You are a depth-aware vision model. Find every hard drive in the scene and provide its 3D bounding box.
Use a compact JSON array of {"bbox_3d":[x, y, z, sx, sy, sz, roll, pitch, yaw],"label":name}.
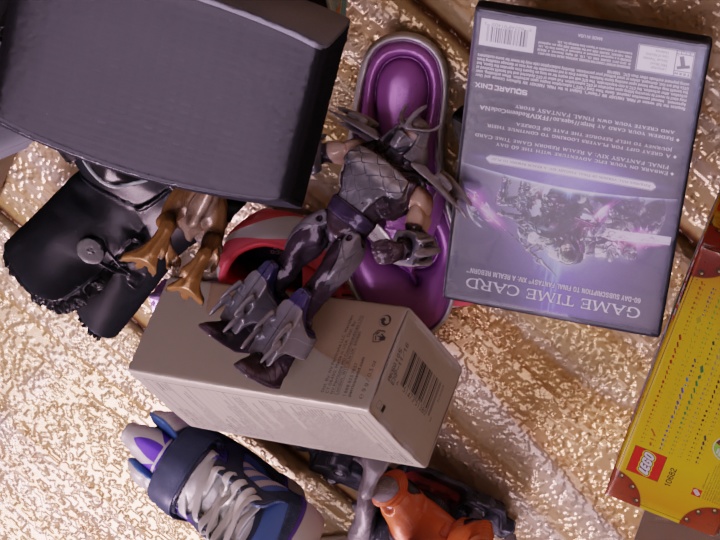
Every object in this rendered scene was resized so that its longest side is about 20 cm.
[{"bbox_3d":[-0.118,-0.115,1.154,0.200,0.042,0.135,16,108,2],"label":"hard drive"}]

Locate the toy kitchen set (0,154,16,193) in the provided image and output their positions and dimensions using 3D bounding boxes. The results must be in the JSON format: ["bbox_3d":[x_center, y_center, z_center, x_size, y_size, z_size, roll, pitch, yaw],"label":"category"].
[{"bbox_3d":[-0.370,-0.046,1.391,0.163,0.180,0.200,33,127,0],"label":"toy kitchen set"}]

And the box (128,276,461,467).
[{"bbox_3d":[-0.045,0.067,1.316,0.200,0.078,0.095,8,155,32],"label":"box"}]

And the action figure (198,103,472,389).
[{"bbox_3d":[-0.015,-0.022,1.230,0.130,0.069,0.200,40,95,35],"label":"action figure"}]

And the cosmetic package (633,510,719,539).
[{"bbox_3d":[0.250,0.273,1.410,0.107,0.090,0.200,6,119,18],"label":"cosmetic package"}]

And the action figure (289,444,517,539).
[{"bbox_3d":[0.014,0.176,1.397,0.200,0.105,0.193,22,165,-1],"label":"action figure"}]

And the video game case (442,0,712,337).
[{"bbox_3d":[0.131,-0.061,1.216,0.143,0.019,0.200,11,119,10],"label":"video game case"}]

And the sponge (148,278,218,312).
[{"bbox_3d":[-0.049,0.064,1.428,0.200,0.030,0.112,4,121,19],"label":"sponge"}]

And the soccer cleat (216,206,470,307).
[{"bbox_3d":[0.000,0.000,1.341,0.200,0.076,0.067,9,122,16],"label":"soccer cleat"}]

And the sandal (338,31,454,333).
[{"bbox_3d":[0.022,-0.053,1.279,0.082,0.050,0.203,-3,100,5],"label":"sandal"}]

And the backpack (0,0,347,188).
[{"bbox_3d":[-0.109,-0.167,1.232,0.200,0.151,0.178,-25,108,21],"label":"backpack"}]

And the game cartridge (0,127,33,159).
[{"bbox_3d":[-0.305,-0.151,1.295,0.200,0.133,0.042,61,159,14],"label":"game cartridge"}]

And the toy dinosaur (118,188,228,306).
[{"bbox_3d":[-0.103,-0.043,1.243,0.060,0.106,0.200,25,159,-5],"label":"toy dinosaur"}]

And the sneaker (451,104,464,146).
[{"bbox_3d":[0.100,-0.071,1.270,0.090,0.066,0.200,18,121,13],"label":"sneaker"}]

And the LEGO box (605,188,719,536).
[{"bbox_3d":[0.232,0.040,1.234,0.077,0.149,0.200,21,124,8],"label":"LEGO box"}]

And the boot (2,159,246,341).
[{"bbox_3d":[-0.201,-0.059,1.373,0.200,0.076,0.168,42,116,-15],"label":"boot"}]

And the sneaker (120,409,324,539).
[{"bbox_3d":[-0.110,0.162,1.399,0.146,0.200,0.081,29,95,-10],"label":"sneaker"}]

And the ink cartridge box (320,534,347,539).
[{"bbox_3d":[-0.033,0.328,1.511,0.083,0.147,0.200,-11,115,27],"label":"ink cartridge box"}]
